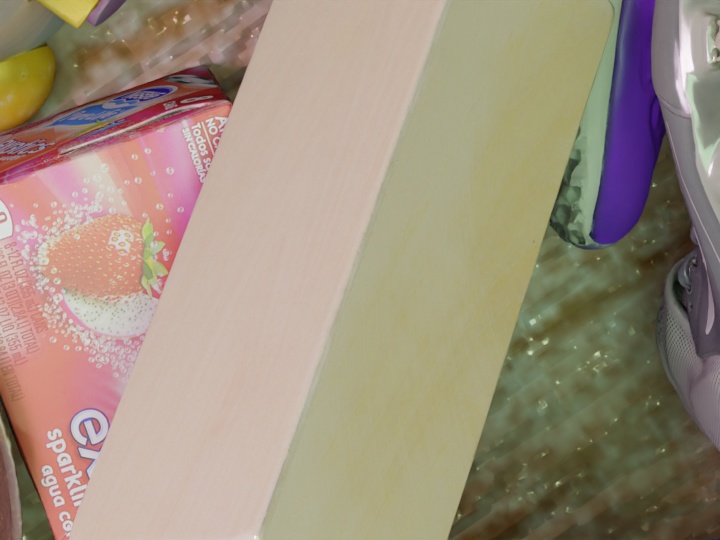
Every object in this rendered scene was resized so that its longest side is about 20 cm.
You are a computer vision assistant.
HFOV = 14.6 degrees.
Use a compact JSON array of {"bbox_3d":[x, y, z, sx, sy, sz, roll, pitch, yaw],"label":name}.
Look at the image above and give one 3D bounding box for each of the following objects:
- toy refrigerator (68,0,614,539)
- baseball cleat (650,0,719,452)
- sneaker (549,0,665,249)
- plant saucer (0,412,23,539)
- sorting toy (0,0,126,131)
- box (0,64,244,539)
[{"bbox_3d":[0.000,0.000,0.766,0.070,0.076,0.200,38,59,-35],"label":"toy refrigerator"},{"bbox_3d":[0.111,-0.013,0.823,0.070,0.106,0.201,-19,101,-24],"label":"baseball cleat"},{"bbox_3d":[0.104,-0.102,0.848,0.099,0.070,0.201,3,103,-15],"label":"sneaker"},{"bbox_3d":[-0.184,0.054,0.837,0.200,0.037,0.201,7,111,17],"label":"plant saucer"},{"bbox_3d":[-0.101,-0.106,0.774,0.107,0.180,0.200,41,94,-10],"label":"sorting toy"},{"bbox_3d":[-0.053,0.049,0.853,0.095,0.100,0.201,-20,102,-3],"label":"box"}]
